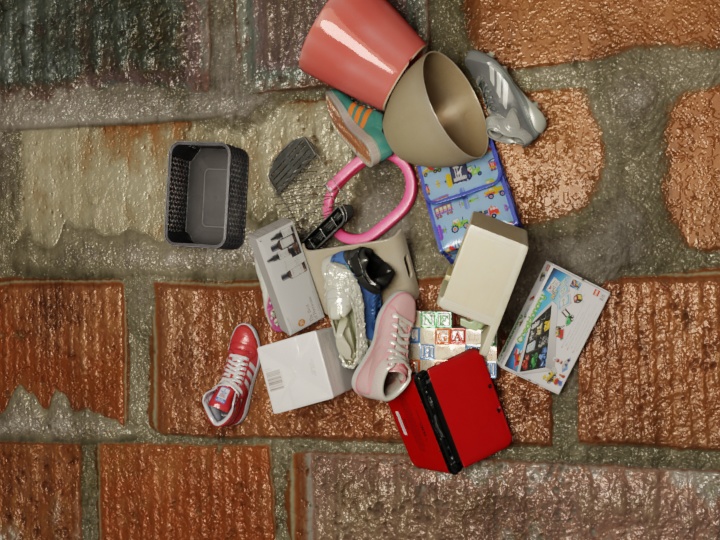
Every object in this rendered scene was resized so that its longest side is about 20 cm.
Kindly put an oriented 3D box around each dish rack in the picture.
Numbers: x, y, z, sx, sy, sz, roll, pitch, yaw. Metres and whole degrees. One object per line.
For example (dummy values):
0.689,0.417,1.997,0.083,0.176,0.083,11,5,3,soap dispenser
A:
-0.106,-0.142,1.706,0.153,0.054,0.202,-39,78,37,dish rack

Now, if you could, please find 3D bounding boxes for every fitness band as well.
0.016,-0.140,1.705,0.199,0.037,0.145,-40,79,14,fitness band

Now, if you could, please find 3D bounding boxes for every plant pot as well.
0.013,-0.400,1.637,0.176,0.200,0.202,36,99,5,plant pot
0.117,-0.264,1.592,0.133,0.199,0.204,-24,83,33,plant pot

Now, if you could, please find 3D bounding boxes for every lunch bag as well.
0.196,-0.138,1.636,0.148,0.094,0.203,-20,71,14,lunch bag

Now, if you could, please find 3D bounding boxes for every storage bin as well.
-0.301,-0.146,1.770,0.133,0.094,0.204,4,91,16,storage bin

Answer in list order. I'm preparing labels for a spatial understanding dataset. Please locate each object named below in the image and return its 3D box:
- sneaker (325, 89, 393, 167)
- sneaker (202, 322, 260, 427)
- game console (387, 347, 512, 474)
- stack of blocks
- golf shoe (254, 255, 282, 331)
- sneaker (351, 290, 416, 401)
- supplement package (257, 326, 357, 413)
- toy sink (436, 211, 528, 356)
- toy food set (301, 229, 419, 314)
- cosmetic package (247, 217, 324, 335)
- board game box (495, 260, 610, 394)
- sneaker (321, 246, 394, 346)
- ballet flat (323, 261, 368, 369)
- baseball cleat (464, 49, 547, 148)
0.004,-0.274,1.687,0.079,0.072,0.201,-23,56,-19,sneaker
-0.248,0.205,1.741,0.070,0.112,0.204,9,92,16,sneaker
0.152,0.251,1.633,0.171,0.118,0.203,-4,112,51,game console
0.155,0.133,1.649,0.196,0.058,0.118,1,90,16,stack of blocks
-0.165,0.015,1.748,0.091,0.074,0.204,22,118,57,golf shoe
0.064,0.137,1.574,0.104,0.075,0.203,13,75,57,sneaker
-0.088,0.176,1.648,0.118,0.200,0.124,-17,85,15,supplement package
0.197,0.019,1.517,0.110,0.130,0.203,20,107,5,toy sink
0.000,0.000,1.680,0.196,0.061,0.145,-8,121,15,toy food set
-0.137,0.012,1.681,0.082,0.050,0.203,-26,114,-19,cosmetic package
0.338,0.101,1.581,0.125,0.035,0.203,24,97,-14,board game box
0.022,0.046,1.622,0.110,0.077,0.202,-18,112,31,sneaker
-0.026,0.086,1.579,0.070,0.072,0.203,-6,117,16,ballet flat
0.241,-0.305,1.610,0.106,0.070,0.200,-41,78,-14,baseball cleat
